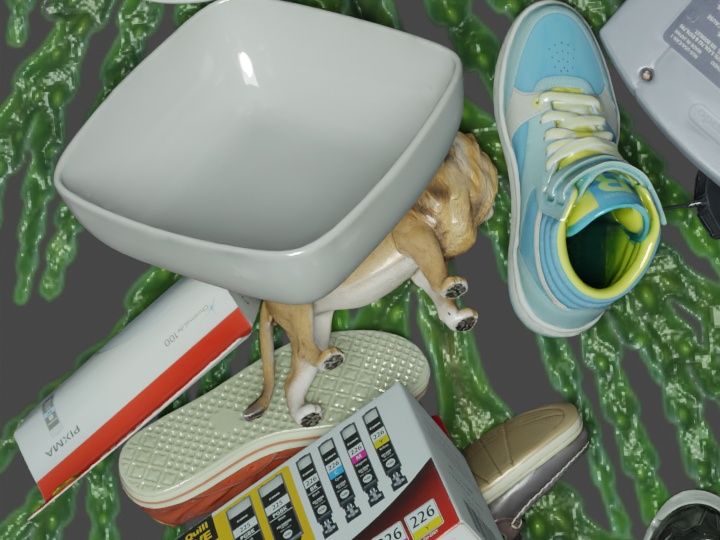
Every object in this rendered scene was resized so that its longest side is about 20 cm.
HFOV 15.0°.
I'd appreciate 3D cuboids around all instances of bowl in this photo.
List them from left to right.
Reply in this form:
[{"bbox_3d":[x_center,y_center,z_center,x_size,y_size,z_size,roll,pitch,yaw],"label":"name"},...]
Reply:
[{"bbox_3d":[-0.052,-0.060,1.577,0.199,0.200,0.075,16,139,31],"label":"bowl"}]

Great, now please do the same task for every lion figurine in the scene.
[{"bbox_3d":[0.000,0.000,1.626,0.199,0.073,0.123,-28,55,2],"label":"lion figurine"}]

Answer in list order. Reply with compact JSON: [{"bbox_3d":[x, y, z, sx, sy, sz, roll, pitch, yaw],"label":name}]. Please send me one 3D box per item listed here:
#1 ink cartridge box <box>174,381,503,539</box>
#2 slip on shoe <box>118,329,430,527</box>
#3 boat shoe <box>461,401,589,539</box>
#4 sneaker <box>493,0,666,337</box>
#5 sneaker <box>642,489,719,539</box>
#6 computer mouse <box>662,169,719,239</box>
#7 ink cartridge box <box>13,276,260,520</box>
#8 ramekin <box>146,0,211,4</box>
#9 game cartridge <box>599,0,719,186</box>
[{"bbox_3d":[-0.026,0.168,1.594,0.199,0.176,0.084,-35,127,7],"label":"ink cartridge box"},{"bbox_3d":[-0.050,0.096,1.660,0.199,0.061,0.074,-26,56,-7],"label":"slip on shoe"},{"bbox_3d":[0.064,0.159,1.657,0.200,0.072,0.065,-40,106,1],"label":"boat shoe"},{"bbox_3d":[0.131,-0.068,1.583,0.079,0.131,0.202,-3,83,-14],"label":"sneaker"},{"bbox_3d":[0.174,0.231,1.645,0.066,0.091,0.201,22,95,1],"label":"sneaker"},{"bbox_3d":[0.195,-0.035,1.654,0.198,0.034,0.059,-10,79,10],"label":"computer mouse"},{"bbox_3d":[-0.134,0.063,1.586,0.160,0.200,0.047,-40,93,5],"label":"ink cartridge box"},{"bbox_3d":[-0.111,-0.257,1.610,0.201,0.094,0.204,0,95,2],"label":"ramekin"},{"bbox_3d":[0.244,-0.110,1.618,0.200,0.041,0.133,43,89,13],"label":"game cartridge"}]
